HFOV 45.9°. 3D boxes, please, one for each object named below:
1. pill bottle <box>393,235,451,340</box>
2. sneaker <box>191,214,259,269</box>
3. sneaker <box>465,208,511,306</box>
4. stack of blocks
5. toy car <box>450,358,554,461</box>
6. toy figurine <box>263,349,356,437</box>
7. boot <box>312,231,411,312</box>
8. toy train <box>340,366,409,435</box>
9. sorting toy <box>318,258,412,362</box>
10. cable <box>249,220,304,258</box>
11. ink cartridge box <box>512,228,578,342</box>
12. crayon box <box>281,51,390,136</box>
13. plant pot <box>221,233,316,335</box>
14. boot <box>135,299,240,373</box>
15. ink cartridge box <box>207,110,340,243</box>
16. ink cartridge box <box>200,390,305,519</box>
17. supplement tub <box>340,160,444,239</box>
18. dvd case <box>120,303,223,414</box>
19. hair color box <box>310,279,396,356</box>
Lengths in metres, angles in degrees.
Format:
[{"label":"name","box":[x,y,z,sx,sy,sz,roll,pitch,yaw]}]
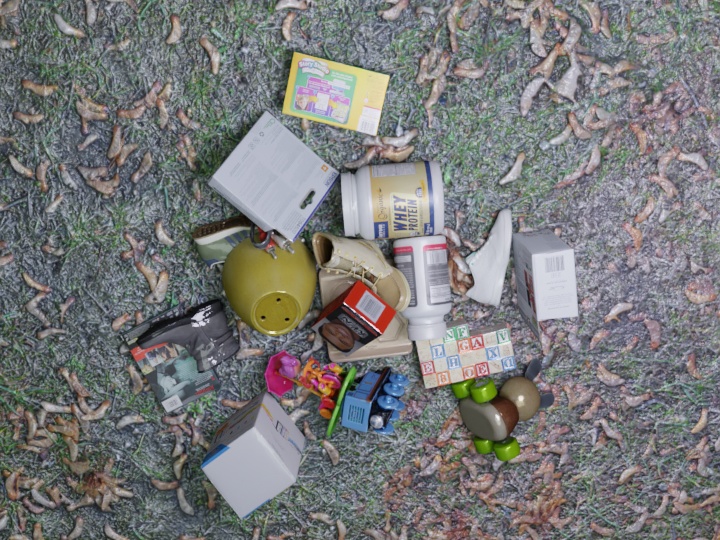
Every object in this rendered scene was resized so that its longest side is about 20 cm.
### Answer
[{"label":"pill bottle","box":[0.127,0.035,1.714,0.108,0.111,0.205,-5,91,1]},{"label":"sneaker","box":[-0.239,-0.059,1.740,0.196,0.067,0.091,-13,120,-2]},{"label":"sneaker","box":[0.261,-0.030,1.747,0.086,0.075,0.205,11,105,9]},{"label":"stack of blocks","box":[0.218,0.165,1.792,0.195,0.059,0.118,-12,98,3]},{"label":"toy car","box":[0.320,0.276,1.808,0.197,0.157,0.167,-27,100,-21]},{"label":"toy figurine","box":[-0.114,0.229,1.764,0.181,0.201,0.152,23,60,5]},{"label":"boot","box":[0.000,0.000,1.659,0.154,0.201,0.073,11,124,-44]},{"label":"toy train","box":[0.032,0.264,1.757,0.112,0.200,0.089,14,111,11]},{"label":"sorting toy","box":[0.012,0.084,1.791,0.181,0.037,0.205,-7,100,1]},{"label":"cable","box":[-0.200,-0.103,1.680,0.096,0.200,0.051,-30,148,-20]},{"label":"ink cartridge box","box":[0.365,0.026,1.690,0.082,0.200,0.180,-7,104,1]},{"label":"crayon box","box":[-0.049,-0.347,1.665,0.195,0.058,0.121,13,104,-4]},{"label":"plant pot","box":[-0.174,0.046,1.692,0.195,0.143,0.204,-6,121,-9]},{"label":"boot","box":[-0.353,0.157,1.762,0.197,0.070,0.134,-22,104,-14]},{"label":"ink cartridge box","box":[-0.165,-0.178,1.657,0.199,0.041,0.201,39,59,-8]},{"label":"ink cartridge box","box":[-0.220,0.378,1.776,0.146,0.200,0.146,-36,100,9]},{"label":"supplement tub","box":[0.062,-0.137,1.675,0.195,0.145,0.148,-5,105,1]},{"label":"dvd case","box":[-0.402,0.191,1.819,0.144,0.022,0.203,-26,102,6]},{"label":"hair color box","box":[-0.016,0.098,1.676,0.101,0.200,0.062,39,64,-5]}]
